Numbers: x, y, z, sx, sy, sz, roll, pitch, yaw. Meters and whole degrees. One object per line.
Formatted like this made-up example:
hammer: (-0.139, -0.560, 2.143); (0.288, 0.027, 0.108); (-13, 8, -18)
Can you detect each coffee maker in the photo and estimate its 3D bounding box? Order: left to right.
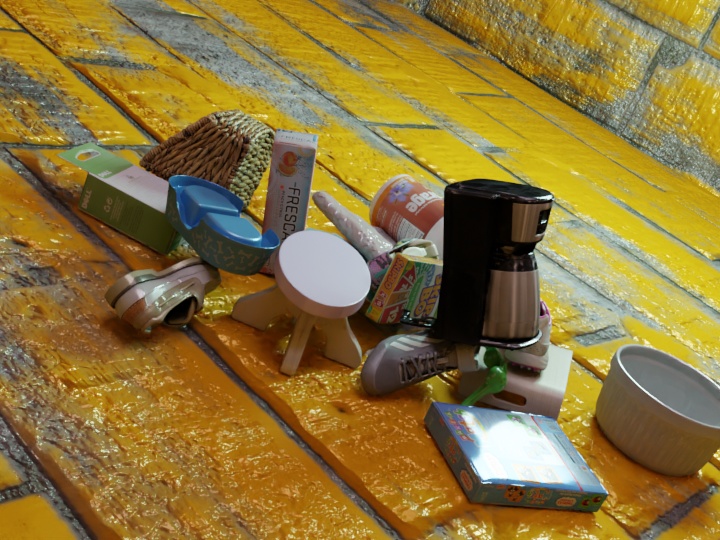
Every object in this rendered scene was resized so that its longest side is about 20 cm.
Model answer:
coffee maker: (0.149, -0.013, 1.403); (0.189, 0.203, 0.135); (3, 12, 4)

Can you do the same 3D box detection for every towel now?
towel: (0.031, -0.038, 1.711); (0.190, 0.032, 0.200); (28, 13, -49)

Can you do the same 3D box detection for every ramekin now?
ramekin: (0.437, 0.207, 1.573); (0.198, 0.106, 0.201); (21, 23, -9)

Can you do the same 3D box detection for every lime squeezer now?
lime squeezer: (0.167, 0.135, 1.472); (0.038, 0.070, 0.201); (59, 29, -31)

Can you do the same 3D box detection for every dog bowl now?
dog bowl: (-0.188, -0.058, 1.422); (0.111, 0.050, 0.200); (8, 25, -42)

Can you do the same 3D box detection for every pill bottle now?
pill bottle: (0.116, -0.068, 1.828); (0.200, 0.113, 0.112); (38, 27, 32)

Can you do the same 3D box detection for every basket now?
basket: (-0.225, -0.185, 1.648); (0.148, 0.144, 0.200); (28, 6, 5)

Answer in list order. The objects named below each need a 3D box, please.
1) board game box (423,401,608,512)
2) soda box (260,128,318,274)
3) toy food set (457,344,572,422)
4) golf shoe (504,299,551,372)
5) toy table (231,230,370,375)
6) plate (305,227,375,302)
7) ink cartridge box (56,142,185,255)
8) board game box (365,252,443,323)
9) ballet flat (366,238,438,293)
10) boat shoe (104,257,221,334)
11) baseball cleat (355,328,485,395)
board game box: (0.194, 0.234, 1.361); (0.198, 0.037, 0.152); (12, 27, -29)
soda box: (-0.105, -0.095, 1.552); (0.063, 0.202, 0.069); (9, 25, -4)
toy food set: (0.226, 0.149, 1.564); (0.142, 0.061, 0.200); (16, 20, 10)
golf shoe: (0.247, 0.071, 1.565); (0.074, 0.093, 0.200); (10, 19, -1)
toy table: (-0.064, 0.043, 1.410); (0.182, 0.118, 0.200); (27, 24, 5)
plate: (0.000, 0.000, 1.585); (0.200, 0.026, 0.200); (43, 6, -6)
ink cartridge box: (-0.330, -0.104, 1.533); (0.198, 0.060, 0.104); (27, 23, 6)
board game box: (0.079, 0.028, 1.521); (0.030, 0.096, 0.199); (31, 11, 23)
ballet flat: (0.070, -0.013, 1.554); (0.070, 0.071, 0.200); (62, 27, 2)
boat shoe: (-0.230, 0.035, 1.335); (0.069, 0.075, 0.199); (51, 27, 11)
baseball cleat: (0.089, 0.113, 1.413); (0.106, 0.071, 0.199); (6, 22, 42)
